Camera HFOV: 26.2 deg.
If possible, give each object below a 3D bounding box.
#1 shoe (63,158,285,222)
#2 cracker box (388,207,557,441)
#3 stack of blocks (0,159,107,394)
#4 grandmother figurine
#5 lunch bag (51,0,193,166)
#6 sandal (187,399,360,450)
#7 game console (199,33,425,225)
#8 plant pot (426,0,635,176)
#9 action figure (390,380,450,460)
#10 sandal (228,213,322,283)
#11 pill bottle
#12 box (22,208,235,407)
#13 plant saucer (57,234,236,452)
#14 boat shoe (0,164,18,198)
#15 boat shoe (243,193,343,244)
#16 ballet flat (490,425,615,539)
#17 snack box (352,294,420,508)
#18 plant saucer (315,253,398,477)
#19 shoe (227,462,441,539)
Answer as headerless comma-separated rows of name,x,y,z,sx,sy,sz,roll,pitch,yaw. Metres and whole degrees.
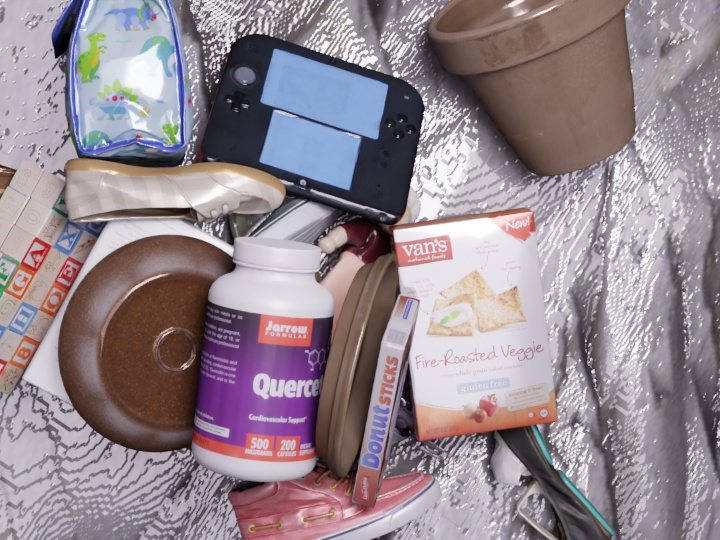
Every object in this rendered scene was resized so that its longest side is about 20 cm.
shoe,-0.166,-0.063,1.384,0.198,0.070,0.054,4,73,-7
cracker box,0.105,0.049,1.445,0.133,0.058,0.202,-8,95,-2
stack of blocks,-0.325,0.004,1.426,0.058,0.115,0.201,27,85,27
grandmother figurine,0.000,0.000,1.472,0.060,0.122,0.201,18,64,25
lunch bag,-0.219,-0.199,1.421,0.126,0.170,0.202,-1,90,-10
sandal,-0.085,0.138,1.484,0.198,0.081,0.054,-11,55,4
game console,-0.042,-0.138,1.465,0.199,0.031,0.178,17,47,-6
plant pot,0.184,-0.191,1.476,0.199,0.200,0.175,-27,109,-7
action figure,0.077,0.097,1.510,0.130,0.069,0.200,37,89,-13
sandal,-0.073,0.012,1.493,0.079,0.057,0.202,-27,93,-7
pill bottle,-0.083,0.076,1.348,0.112,0.112,0.202,6,97,-7
box,-0.214,0.041,1.455,0.124,0.097,0.201,29,85,-6
plant saucer,-0.170,0.069,1.389,0.199,0.037,0.202,-4,100,-25
boat shoe,-0.407,-0.108,1.444,0.199,0.072,0.068,11,90,-5
boat shoe,-0.063,-0.064,1.465,0.071,0.072,0.200,42,46,7
ballet flat,0.173,0.204,1.521,0.068,0.068,0.201,-34,93,2
snack box,0.023,0.121,1.409,0.024,0.072,0.201,14,128,5
plant saucer,-0.004,0.080,1.356,0.029,0.200,0.202,14,88,7
shoe,-0.026,0.216,1.490,0.199,0.071,0.092,-22,98,-3
